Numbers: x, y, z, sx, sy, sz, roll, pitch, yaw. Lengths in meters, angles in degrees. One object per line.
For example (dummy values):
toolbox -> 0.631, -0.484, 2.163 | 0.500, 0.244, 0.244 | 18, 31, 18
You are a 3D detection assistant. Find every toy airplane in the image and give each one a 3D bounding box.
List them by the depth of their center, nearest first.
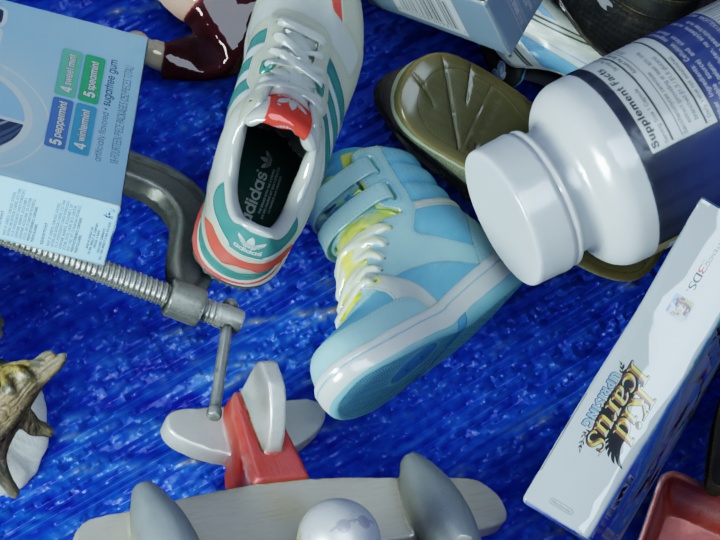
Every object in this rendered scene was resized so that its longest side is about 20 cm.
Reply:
toy airplane -> -0.032, 0.142, 1.430 | 0.199, 0.141, 0.200 | 41, 60, -9

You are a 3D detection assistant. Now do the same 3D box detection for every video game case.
video game case -> 0.159, 0.063, 1.444 | 0.045, 0.200, 0.182 | 29, 87, 11

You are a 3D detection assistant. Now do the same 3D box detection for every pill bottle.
pill bottle -> 0.163, -0.071, 1.478 | 0.199, 0.111, 0.112 | -26, 85, -13

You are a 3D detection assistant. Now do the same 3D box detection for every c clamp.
c clamp -> -0.148, -0.021, 1.456 | 0.199, 0.027, 0.171 | 25, 40, -10

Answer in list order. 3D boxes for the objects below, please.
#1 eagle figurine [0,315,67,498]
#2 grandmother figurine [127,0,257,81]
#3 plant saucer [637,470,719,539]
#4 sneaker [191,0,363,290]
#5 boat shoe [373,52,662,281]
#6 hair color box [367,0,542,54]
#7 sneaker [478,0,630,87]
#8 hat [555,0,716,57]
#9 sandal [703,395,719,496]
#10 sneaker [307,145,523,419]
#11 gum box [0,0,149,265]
eagle figurine -> -0.254, 0.032, 1.428 | 0.200, 0.152, 0.151 | 32, 25, 25
grandmother figurine -> -0.084, -0.157, 1.532 | 0.121, 0.061, 0.200 | -41, 87, -1
plant saucer -> 0.226, 0.244, 1.527 | 0.199, 0.037, 0.201 | 23, 74, -8
sneaker -> -0.036, -0.091, 1.454 | 0.070, 0.093, 0.201 | 20, 75, -9
boat shoe -> 0.093, -0.063, 1.548 | 0.200, 0.066, 0.072 | 33, 84, -24
hair color box -> 0.085, -0.230, 1.496 | 0.099, 0.061, 0.201 | 23, 73, 27
sneaker -> 0.082, -0.154, 1.567 | 0.200, 0.072, 0.073 | 41, 81, 2
hat -> 0.171, -0.210, 1.559 | 0.200, 0.081, 0.201 | 24, 45, -26
sandal -> 0.245, 0.038, 1.503 | 0.054, 0.082, 0.201 | 25, 85, 11
sneaker -> 0.000, 0.000, 1.478 | 0.131, 0.080, 0.200 | 48, 31, 7
gum box -> -0.222, -0.091, 1.438 | 0.199, 0.045, 0.170 | 14, 36, -9
